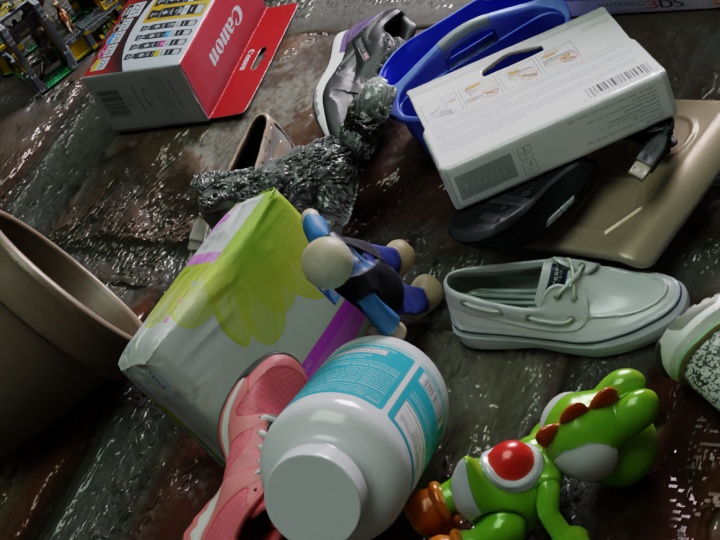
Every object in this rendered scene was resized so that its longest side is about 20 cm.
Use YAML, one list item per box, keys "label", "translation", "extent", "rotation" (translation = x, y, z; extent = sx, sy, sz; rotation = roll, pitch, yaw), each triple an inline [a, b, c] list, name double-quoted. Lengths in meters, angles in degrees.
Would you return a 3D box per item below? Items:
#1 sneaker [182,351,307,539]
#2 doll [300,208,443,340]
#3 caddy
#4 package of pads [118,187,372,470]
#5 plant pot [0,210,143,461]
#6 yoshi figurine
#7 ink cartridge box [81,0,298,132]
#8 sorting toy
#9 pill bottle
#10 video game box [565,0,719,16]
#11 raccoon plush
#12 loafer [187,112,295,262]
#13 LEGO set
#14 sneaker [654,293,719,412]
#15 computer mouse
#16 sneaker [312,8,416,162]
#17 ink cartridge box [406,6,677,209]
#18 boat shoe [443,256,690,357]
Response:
- label: "sneaker"
  translation: [-0.071, 0.160, 1.163]
  extent: [0.086, 0.073, 0.202]
  rotation: [-7, 62, 57]
- label: "doll"
  translation: [0.000, 0.000, 1.225]
  extent: [0.048, 0.200, 0.137]
  rotation: [-43, 74, 14]
- label: "caddy"
  translation: [0.110, -0.188, 1.431]
  extent: [0.199, 0.105, 0.142]
  rotation: [-31, 41, -3]
- label: "package of pads"
  translation: [-0.089, 0.050, 1.258]
  extent: [0.068, 0.155, 0.201]
  rotation: [-15, 36, 54]
- label: "plant pot"
  translation: [-0.315, 0.069, 1.372]
  extent: [0.175, 0.200, 0.200]
  rotation: [-49, 41, 2]
- label: "yoshi figurine"
  translation: [0.137, 0.152, 1.094]
  extent: [0.199, 0.113, 0.112]
  rotation: [-37, -3, 12]
- label: "ink cartridge box"
  translation: [-0.185, -0.258, 1.697]
  extent: [0.174, 0.084, 0.201]
  rotation: [-4, 45, 27]
- label: "sorting toy"
  translation: [0.211, -0.078, 1.301]
  extent: [0.199, 0.037, 0.185]
  rotation: [14, 56, 47]
- label: "pill bottle"
  translation: [-0.007, 0.127, 1.108]
  extent: [0.110, 0.112, 0.200]
  rotation: [-12, 12, 19]
- label: "video game box"
  translation: [0.245, -0.326, 1.426]
  extent: [0.181, 0.201, 0.047]
  rotation: [0, 51, 31]
- label: "raccoon plush"
  translation: [-0.069, -0.105, 1.393]
  extent: [0.202, 0.133, 0.097]
  rotation: [-68, 19, -4]
- label: "loafer"
  translation: [-0.124, -0.067, 1.477]
  extent: [0.071, 0.063, 0.201]
  rotation: [2, 49, 31]
- label: "LEGO set"
  translation: [-0.383, -0.318, 1.850]
  extent: [0.199, 0.116, 0.154]
  rotation: [-35, 40, -7]
- label: "sneaker"
  translation: [0.318, 0.041, 1.111]
  extent: [0.199, 0.077, 0.089]
  rotation: [-35, 53, 1]
- label: "computer mouse"
  translation: [0.174, -0.064, 1.246]
  extent: [0.140, 0.046, 0.200]
  rotation: [7, 40, 49]
- label: "sneaker"
  translation: [0.011, -0.189, 1.498]
  extent: [0.087, 0.076, 0.201]
  rotation: [-30, 36, 31]
- label: "ink cartridge box"
  translation: [0.149, -0.142, 1.305]
  extent: [0.198, 0.045, 0.177]
  rotation: [-23, 28, 3]
- label: "boat shoe"
  translation: [0.158, 0.024, 1.212]
  extent: [0.198, 0.067, 0.074]
  rotation: [-8, 44, 23]
